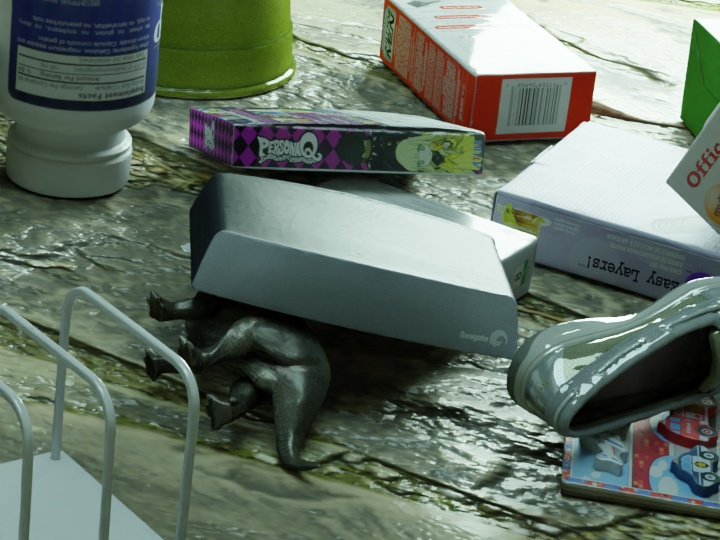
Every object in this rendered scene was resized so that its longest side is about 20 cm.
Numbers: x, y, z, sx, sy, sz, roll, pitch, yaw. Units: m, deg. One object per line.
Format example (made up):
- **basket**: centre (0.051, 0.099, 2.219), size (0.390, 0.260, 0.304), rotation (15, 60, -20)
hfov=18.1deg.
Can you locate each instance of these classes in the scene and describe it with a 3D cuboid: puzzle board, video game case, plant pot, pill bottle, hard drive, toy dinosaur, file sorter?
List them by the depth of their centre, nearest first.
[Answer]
- **file sorter**: centre (-0.197, 0.099, 1.118), size (0.200, 0.125, 0.139), rotation (-12, 30, -36)
- **toy dinosaur**: centre (-0.064, 0.045, 1.334), size (0.102, 0.077, 0.200), rotation (-16, 30, -30)
- **hard drive**: centre (-0.003, -0.006, 1.373), size (0.200, 0.042, 0.135), rotation (13, 22, -10)
- **puzzle board**: centre (0.200, 0.093, 1.374), size (0.150, 0.017, 0.200), rotation (9, 24, 4)
- **pill bottle**: centre (-0.202, -0.160, 1.598), size (0.119, 0.200, 0.120), rotation (6, 24, -3)
- **video game case**: centre (-0.022, -0.095, 1.640), size (0.181, 0.036, 0.200), rotation (2, 7, -14)
- **plant pot**: centre (-0.143, -0.268, 1.864), size (0.200, 0.193, 0.200), rotation (6, 24, -2)

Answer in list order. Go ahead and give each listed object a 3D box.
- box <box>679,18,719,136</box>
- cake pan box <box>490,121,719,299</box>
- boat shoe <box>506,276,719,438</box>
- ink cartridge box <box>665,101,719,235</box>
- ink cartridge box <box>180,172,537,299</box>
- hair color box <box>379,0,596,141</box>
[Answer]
- **box**: centre (0.375, -0.127, 1.821), size (0.176, 0.097, 0.200), rotation (0, 24, -11)
- **cake pan box**: centre (0.212, -0.043, 1.641), size (0.184, 0.052, 0.200), rotation (18, 26, 19)
- **boat shoe**: centre (0.186, 0.056, 1.351), size (0.202, 0.075, 0.065), rotation (-10, 35, -27)
- **ink cartridge box**: centre (0.318, -0.066, 1.533), size (0.200, 0.129, 0.125), rotation (45, 36, 19)
- **ink cartridge box**: centre (0.000, 0.000, 1.492), size (0.161, 0.050, 0.200), rotation (21, 30, 27)
- **hair color box**: centre (0.103, -0.171, 1.880), size (0.111, 0.064, 0.200), rotation (-4, 28, -21)
